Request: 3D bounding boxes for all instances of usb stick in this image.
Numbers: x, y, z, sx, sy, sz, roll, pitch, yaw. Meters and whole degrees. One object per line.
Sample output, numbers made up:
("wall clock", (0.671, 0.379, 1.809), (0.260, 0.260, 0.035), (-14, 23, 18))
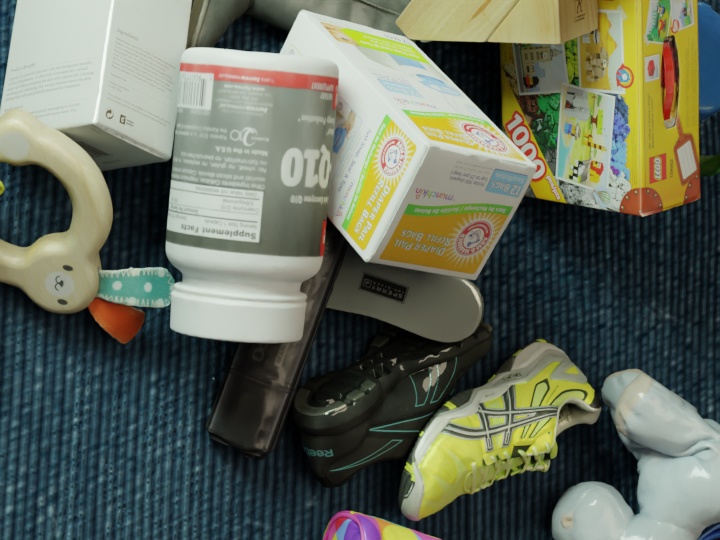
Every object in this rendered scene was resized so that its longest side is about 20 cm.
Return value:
("usb stick", (-0.059, 0.041, 1.496), (0.055, 0.033, 0.201), (20, 88, 6))

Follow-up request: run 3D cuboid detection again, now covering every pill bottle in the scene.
("pill bottle", (-0.079, -0.054, 1.429), (0.114, 0.114, 0.201), (2, 95, -28))

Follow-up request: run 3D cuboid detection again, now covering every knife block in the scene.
("knife block", (0.119, -0.261, 1.515), (0.064, 0.199, 0.176), (-26, 116, -51))

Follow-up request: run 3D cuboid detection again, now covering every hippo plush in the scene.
("hippo plush", (0.246, 0.192, 1.619), (0.200, 0.159, 0.161), (35, 93, 14))

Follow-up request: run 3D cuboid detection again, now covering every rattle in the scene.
("rattle", (-0.217, -0.001, 1.385), (0.130, 0.143, 0.200), (-31, 111, 2))

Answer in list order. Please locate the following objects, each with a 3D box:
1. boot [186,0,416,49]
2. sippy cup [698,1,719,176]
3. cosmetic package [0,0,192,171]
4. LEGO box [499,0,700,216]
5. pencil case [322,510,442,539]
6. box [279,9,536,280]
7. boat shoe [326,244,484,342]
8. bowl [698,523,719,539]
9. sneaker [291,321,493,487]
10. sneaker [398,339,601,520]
("boot", (-0.053, -0.194, 1.569), (0.200, 0.072, 0.182), (27, 67, -28))
("sippy cup", (0.245, -0.164, 1.684), (0.177, 0.130, 0.140), (14, 73, -25))
("cosmetic package", (-0.187, -0.180, 1.453), (0.085, 0.107, 0.201), (25, 67, -48))
("LEGO box", (0.189, -0.156, 1.600), (0.077, 0.149, 0.201), (-17, 110, -41))
("pencil case", (0.059, 0.243, 1.524), (0.199, 0.088, 0.089), (18, 71, -25))
("box", (0.021, -0.093, 1.490), (0.112, 0.200, 0.102), (10, 118, -38))
("boat shoe", (0.000, 0.000, 1.552), (0.199, 0.064, 0.071), (25, 100, -1))
("bowl", (0.324, 0.306, 1.681), (0.200, 0.039, 0.201), (7, 76, -27))
("sneaker", (0.026, 0.096, 1.556), (0.200, 0.075, 0.080), (-28, 120, -34))
("sneaker", (0.109, 0.130, 1.566), (0.076, 0.076, 0.200), (37, 59, 26))
